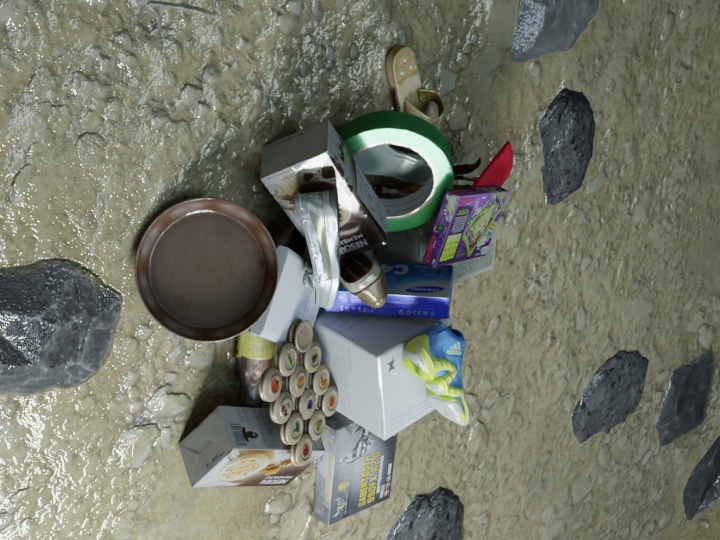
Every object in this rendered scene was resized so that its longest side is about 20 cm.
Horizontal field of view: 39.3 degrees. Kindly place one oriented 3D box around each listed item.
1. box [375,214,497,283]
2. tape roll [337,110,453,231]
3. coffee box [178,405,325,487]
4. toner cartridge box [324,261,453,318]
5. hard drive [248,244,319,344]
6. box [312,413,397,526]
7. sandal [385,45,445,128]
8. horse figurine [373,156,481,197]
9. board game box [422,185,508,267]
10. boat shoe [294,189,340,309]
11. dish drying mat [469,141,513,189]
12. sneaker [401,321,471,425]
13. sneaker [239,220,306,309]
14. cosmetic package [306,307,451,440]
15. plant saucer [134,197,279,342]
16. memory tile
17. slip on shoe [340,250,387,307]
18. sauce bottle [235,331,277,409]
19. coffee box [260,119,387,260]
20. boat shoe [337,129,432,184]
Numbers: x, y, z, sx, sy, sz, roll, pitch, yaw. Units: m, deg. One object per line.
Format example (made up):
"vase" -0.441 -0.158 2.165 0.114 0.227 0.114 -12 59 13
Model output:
"box" 0.132 -0.050 1.745 0.199 0.109 0.129 -19 122 -38
"tape roll" 0.044 -0.151 1.560 0.048 0.199 0.201 -88 161 -47
"coffee box" -0.169 0.280 1.592 0.199 0.080 0.114 13 134 -47
"toner cartridge box" 0.047 0.028 1.618 0.095 0.199 0.043 -76 167 -54
"hard drive" -0.106 0.047 1.528 0.200 0.025 0.133 38 69 -71
"box" -0.007 0.347 1.841 0.158 0.048 0.201 -13 117 -42
"sandal" 0.103 -0.266 1.641 0.078 0.069 0.212 -43 134 -22
"horse figurine" 0.129 -0.143 1.705 0.200 0.132 0.050 -34 128 -46
"board game box" 0.172 -0.074 1.621 0.200 0.032 0.121 -11 128 -59
"boat shoe" -0.062 -0.029 1.480 0.064 0.075 0.203 -1 131 -2
"dish drying mat" 0.197 -0.123 1.672 0.200 0.018 0.077 -50 152 -23
"sneaker" 0.145 0.158 1.585 0.105 0.076 0.200 -49 134 -17
"sneaker" -0.148 -0.019 1.516 0.200 0.075 0.071 -56 152 -43
"cosmetic package" 0.027 0.140 1.664 0.164 0.200 0.166 -25 125 -34
"plant saucer" -0.214 -0.001 1.411 0.199 0.034 0.202 0 89 -9
"memory tile" -0.090 0.188 1.546 0.154 0.017 0.201 -59 142 -39
"slip on shoe" 0.000 0.000 1.576 0.076 0.200 0.061 -39 112 -1
"sauce bottle" -0.162 0.121 1.565 0.066 0.066 0.201 -5 112 -43
"coffee box" -0.051 -0.112 1.506 0.112 0.080 0.200 -20 132 19
"boat shoe" 0.037 -0.192 1.618 0.199 0.061 0.076 18 134 -33
